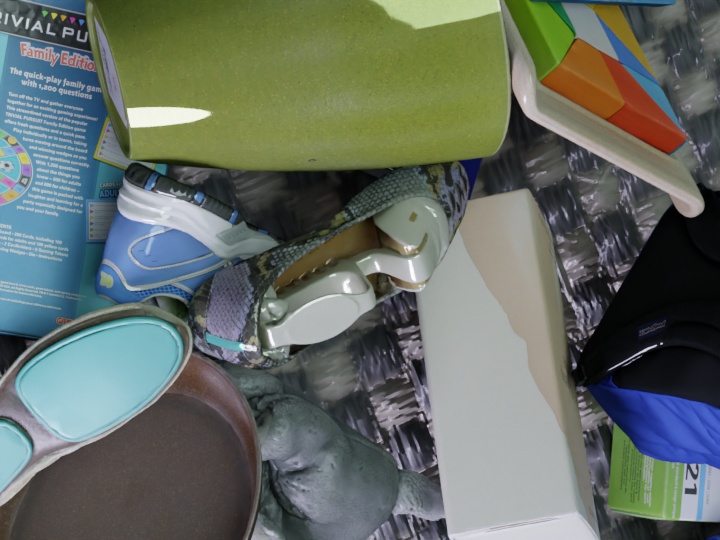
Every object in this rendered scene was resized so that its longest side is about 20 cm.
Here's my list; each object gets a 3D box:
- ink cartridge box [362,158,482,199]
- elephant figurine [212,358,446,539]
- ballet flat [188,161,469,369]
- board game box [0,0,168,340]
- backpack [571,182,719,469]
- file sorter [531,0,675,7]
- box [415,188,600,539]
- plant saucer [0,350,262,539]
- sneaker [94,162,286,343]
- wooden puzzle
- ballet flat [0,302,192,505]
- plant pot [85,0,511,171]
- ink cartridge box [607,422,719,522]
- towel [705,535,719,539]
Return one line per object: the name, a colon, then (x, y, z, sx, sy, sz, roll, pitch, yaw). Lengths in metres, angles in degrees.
ink cartridge box: (0.000, -0.113, 1.409, 0.200, 0.037, 0.095, 22, 81, -25)
elephant figurine: (-0.081, 0.160, 1.334, 0.200, 0.155, 0.141, -57, 144, -3)
ballet flat: (0.000, 0.000, 1.290, 0.200, 0.072, 0.072, -30, 102, -28)
board game box: (-0.186, -0.062, 1.315, 0.151, 0.047, 0.201, 11, 85, -26)
backpack: (0.262, 0.049, 1.347, 0.168, 0.200, 0.163, 41, 69, -35)
file sorter: (0.184, -0.228, 1.329, 0.200, 0.122, 0.139, -10, 96, -62)
box: (0.083, 0.065, 1.368, 0.077, 0.095, 0.201, -11, 71, 10)
plant saucer: (-0.132, 0.135, 1.266, 0.032, 0.200, 0.201, 42, 72, -48)
sneaker: (-0.082, 0.005, 1.327, 0.200, 0.076, 0.077, 29, 86, -49)
wooden puzzle: (0.120, -0.135, 1.337, 0.037, 0.185, 0.200, -37, 143, 20)
ballet flat: (-0.179, 0.074, 1.275, 0.200, 0.062, 0.068, -35, 109, 7)
plant pot: (-0.043, -0.129, 1.277, 0.199, 0.187, 0.188, -15, 96, -11)
ink cartridge box: (0.268, 0.090, 1.507, 0.199, 0.076, 0.148, 6, 88, -23)
towel: (0.275, 0.173, 1.481, 0.199, 0.145, 0.024, -11, 71, -24)
